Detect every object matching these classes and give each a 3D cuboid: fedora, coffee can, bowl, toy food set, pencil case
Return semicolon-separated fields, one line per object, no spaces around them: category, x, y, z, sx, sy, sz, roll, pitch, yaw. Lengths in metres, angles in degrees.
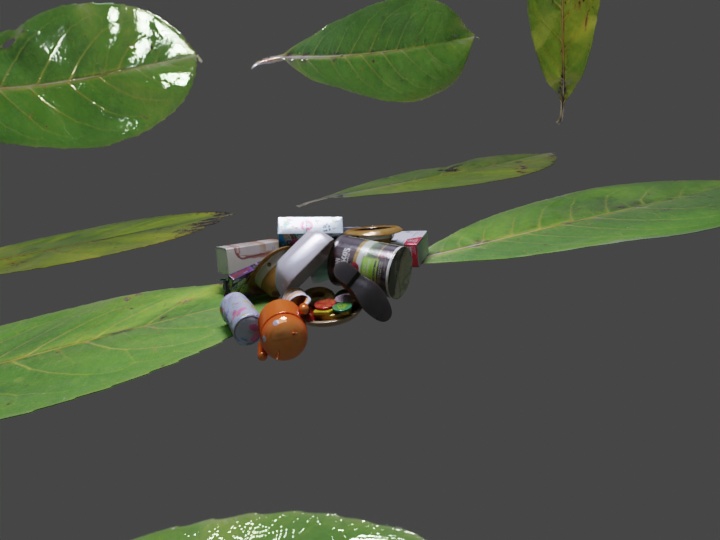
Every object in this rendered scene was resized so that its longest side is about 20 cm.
fedora;0.040;-0.093;1.758;0.197;0.083;0.201;-6;9;1
coffee can;0.027;-0.012;1.574;0.197;0.149;0.146;12;26;29
bowl;-0.171;-0.022;1.585;0.200;0.074;0.200;-48;-4;-19
fedora;-0.246;0.017;1.708;0.199;0.202;0.082;-26;62;-42
toy food set;-0.082;0.096;1.540;0.194;0.049;0.200;-3;19;12
pencil case;-0.318;0.126;1.486;0.091;0.083;0.200;-48;29;-6

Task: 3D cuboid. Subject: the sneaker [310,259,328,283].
sneaker;-0.083;-0.023;1.834;0.116;0.075;0.201;-8;27;15

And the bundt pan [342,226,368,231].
bundt pan;-0.036;-0.107;2.029;0.198;0.077;0.202;-1;11;0

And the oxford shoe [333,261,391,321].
oxford shoe;0.010;0.059;1.488;0.071;0.200;0.071;-40;-15;-11

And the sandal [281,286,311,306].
sandal;-0.187;0.081;1.523;0.080;0.059;0.207;-54;18;-1

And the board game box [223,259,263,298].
board game box;-0.330;0.028;1.724;0.032;0.121;0.199;37;40;23

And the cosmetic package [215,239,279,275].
cosmetic package;-0.361;-0.047;1.835;0.198;0.089;0.103;-12;13;-35

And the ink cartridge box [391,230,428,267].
ink cartridge box;0.117;-0.073;1.889;0.197;0.085;0.144;0;21;22

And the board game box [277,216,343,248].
board game box;-0.157;-0.104;1.745;0.196;0.065;0.148;-1;-26;-7

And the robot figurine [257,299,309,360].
robot figurine;-0.186;0.140;1.347;0.141;0.119;0.200;-11;20;-10

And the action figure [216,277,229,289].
action figure;-0.356;0.024;1.839;0.117;0.056;0.198;8;18;41
